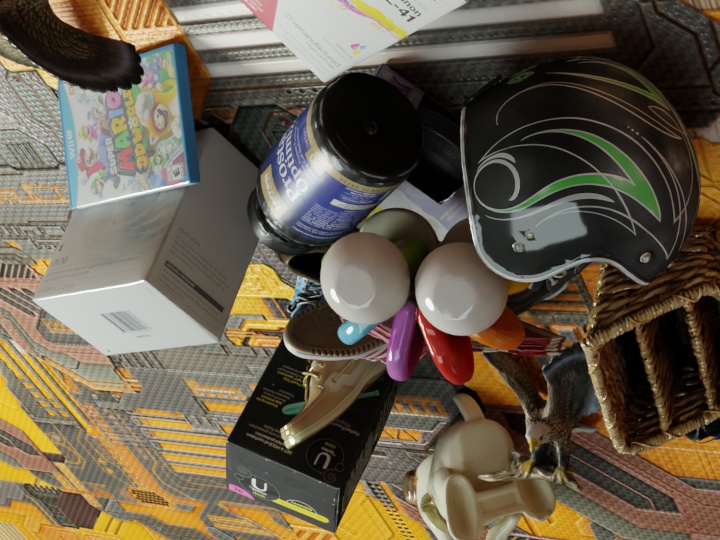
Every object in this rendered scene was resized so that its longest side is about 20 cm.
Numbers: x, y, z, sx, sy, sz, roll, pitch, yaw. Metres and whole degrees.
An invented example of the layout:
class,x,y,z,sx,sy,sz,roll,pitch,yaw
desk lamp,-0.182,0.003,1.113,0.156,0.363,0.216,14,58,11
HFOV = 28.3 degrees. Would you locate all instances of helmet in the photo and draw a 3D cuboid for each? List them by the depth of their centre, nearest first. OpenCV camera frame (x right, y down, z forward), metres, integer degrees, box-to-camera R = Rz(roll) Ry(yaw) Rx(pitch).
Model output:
class,x,y,z,sx,sy,sz,roll,pitch,yaw
helmet,0.191,-0.082,1.220,0.189,0.201,0.201,-8,136,14

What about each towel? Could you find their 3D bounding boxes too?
class,x,y,z,sx,sy,sz,roll,pitch,yaw
towel,0.096,0.063,1.487,0.199,0.023,0.144,3,-171,-27

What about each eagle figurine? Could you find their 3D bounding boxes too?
class,x,y,z,sx,sy,sz,roll,pitch,yaw
eagle figurine,-0.321,-0.249,1.410,0.150,0.152,0.201,-16,124,20
eagle figurine,0.205,0.149,1.606,0.151,0.151,0.201,-11,108,-11

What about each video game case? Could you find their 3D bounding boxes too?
class,x,y,z,sx,sy,sz,roll,pitch,yaw
video game case,-0.248,-0.149,1.511,0.199,0.018,0.144,-8,88,42

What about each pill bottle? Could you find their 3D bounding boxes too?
class,x,y,z,sx,sy,sz,roll,pitch,yaw
pill bottle,-0.031,-0.091,1.347,0.112,0.112,0.200,34,145,-10

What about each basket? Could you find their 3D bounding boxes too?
class,x,y,z,sx,sy,sz,roll,pitch,yaw
basket,0.306,0.073,1.371,0.142,0.150,0.201,1,139,23

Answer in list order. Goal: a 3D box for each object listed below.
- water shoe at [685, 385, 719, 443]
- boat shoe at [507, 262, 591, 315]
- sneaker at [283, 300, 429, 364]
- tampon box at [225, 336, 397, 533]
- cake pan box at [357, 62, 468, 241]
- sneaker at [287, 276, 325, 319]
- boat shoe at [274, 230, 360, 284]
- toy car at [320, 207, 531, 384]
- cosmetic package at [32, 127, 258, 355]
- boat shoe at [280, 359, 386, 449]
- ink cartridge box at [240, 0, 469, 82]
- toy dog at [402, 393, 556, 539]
class,x,y,z,sx,sy,sz,roll,pitch,yaw
water shoe,0.372,0.154,1.506,0.199,0.079,0.072,23,147,7
boat shoe,0.179,-0.004,1.448,0.074,0.061,0.200,39,145,-15
sneaker,0.006,0.077,1.601,0.199,0.072,0.113,-10,156,-16
tampon box,-0.056,0.185,1.741,0.149,0.201,0.127,21,146,10
cake pan box,0.049,-0.096,1.427,0.184,0.052,0.200,33,146,-11
sneaker,-0.039,0.023,1.607,0.078,0.090,0.201,23,145,18
boat shoe,0.000,0.000,1.514,0.199,0.073,0.073,11,124,-18
toy car,0.059,0.031,1.321,0.199,0.175,0.151,6,106,15
cosmetic package,-0.222,-0.030,1.561,0.198,0.201,0.123,-9,140,41
boat shoe,-0.032,0.127,1.654,0.066,0.200,0.074,50,143,-3
ink cartridge box,-0.006,-0.264,1.211,0.148,0.086,0.199,43,145,-21
toy dog,0.121,0.264,1.768,0.195,0.139,0.200,64,159,11
